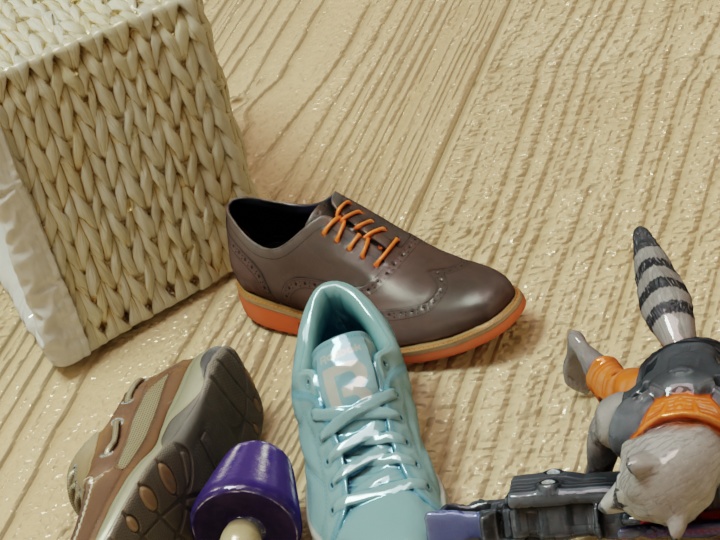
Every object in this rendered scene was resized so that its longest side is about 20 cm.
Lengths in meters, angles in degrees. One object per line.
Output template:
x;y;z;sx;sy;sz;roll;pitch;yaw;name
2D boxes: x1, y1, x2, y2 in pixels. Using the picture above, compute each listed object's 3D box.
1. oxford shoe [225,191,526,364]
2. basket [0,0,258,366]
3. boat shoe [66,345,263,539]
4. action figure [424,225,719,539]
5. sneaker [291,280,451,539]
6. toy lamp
0.000;0.000;1.130;0.199;0.073;0.071;7;41;37;oxford shoe
-0.173;-0.086;1.249;0.160;0.202;0.198;-24;32;-15;basket
-0.111;0.114;1.036;0.071;0.076;0.200;-10;24;23;boat shoe
0.123;0.063;0.937;0.198;0.106;0.194;-8;20;7;action figure
-0.005;0.078;1.008;0.073;0.082;0.201;-22;33;1;sneaker
-0.062;0.158;0.951;0.058;0.059;0.201;-10;36;17;toy lamp
